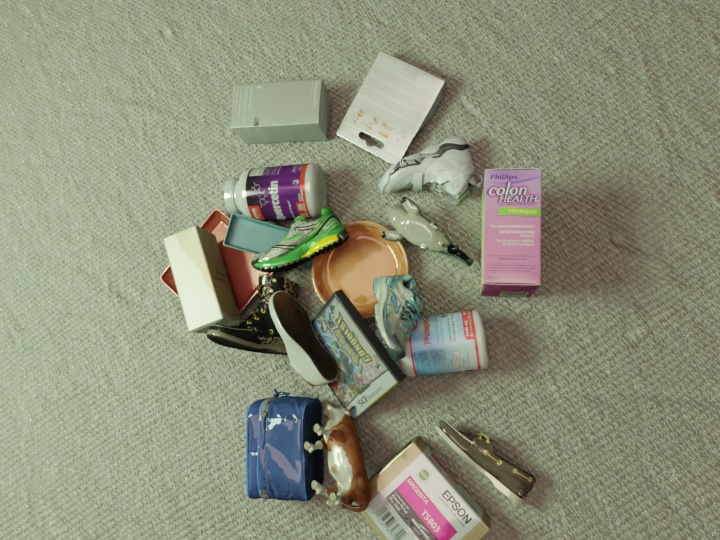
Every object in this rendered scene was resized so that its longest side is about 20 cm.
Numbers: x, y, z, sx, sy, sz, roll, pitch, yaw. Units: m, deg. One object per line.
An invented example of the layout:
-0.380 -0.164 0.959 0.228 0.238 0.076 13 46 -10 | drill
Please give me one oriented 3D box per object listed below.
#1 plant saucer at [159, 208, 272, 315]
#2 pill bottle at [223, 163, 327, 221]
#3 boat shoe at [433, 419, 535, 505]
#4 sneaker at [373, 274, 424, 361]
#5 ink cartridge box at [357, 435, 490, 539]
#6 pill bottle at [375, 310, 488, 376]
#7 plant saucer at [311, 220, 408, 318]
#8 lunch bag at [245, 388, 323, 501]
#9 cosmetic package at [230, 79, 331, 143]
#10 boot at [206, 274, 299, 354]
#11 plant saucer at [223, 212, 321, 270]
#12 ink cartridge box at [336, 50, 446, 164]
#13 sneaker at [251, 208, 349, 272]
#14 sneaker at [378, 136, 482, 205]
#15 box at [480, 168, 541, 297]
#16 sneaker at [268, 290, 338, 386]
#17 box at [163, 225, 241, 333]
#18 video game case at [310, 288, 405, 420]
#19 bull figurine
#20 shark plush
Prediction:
-0.298 0.003 1.146 0.199 0.037 0.200 39 91 14 | plant saucer
-0.174 -0.159 1.108 0.199 0.112 0.113 -3 80 11 | pill bottle
0.224 0.335 0.971 0.200 0.072 0.060 39 84 11 | boat shoe
0.071 0.072 0.957 0.086 0.078 0.200 -16 39 10 | sneaker
0.109 0.436 0.974 0.165 0.075 0.200 -44 75 3 | ink cartridge box
0.132 0.140 1.000 0.199 0.109 0.109 -8 79 9 | pill bottle
0.000 0.000 1.086 0.199 0.037 0.201 -2 80 12 | plant saucer
-0.150 0.325 1.011 0.132 0.136 0.201 -4 80 10 | lunch bag
-0.168 -0.340 1.151 0.199 0.090 0.107 -2 78 14 | cosmetic package
-0.200 0.082 1.046 0.073 0.200 0.151 -7 71 46 | boot
-0.176 -0.057 1.103 0.199 0.019 0.070 16 84 -10 | plant saucer
0.066 -0.338 1.131 0.162 0.050 0.201 30 96 14 | ink cartridge box
-0.127 -0.056 1.064 0.199 0.078 0.085 -26 84 -1 | sneaker
0.142 -0.178 1.067 0.199 0.075 0.115 -26 74 3 | sneaker
0.269 -0.060 0.971 0.096 0.176 0.201 1 80 12 | box
-0.127 0.139 1.030 0.085 0.073 0.200 -35 84 45 | sneaker
-0.320 0.022 1.082 0.077 0.095 0.201 -22 79 7 | box
-0.025 0.164 1.013 0.200 0.025 0.181 53 135 14 | video game case
-0.038 0.329 0.958 0.065 0.121 0.201 -40 56 30 | bull figurine
0.138 -0.079 1.050 0.199 0.083 0.091 22 102 15 | shark plush
